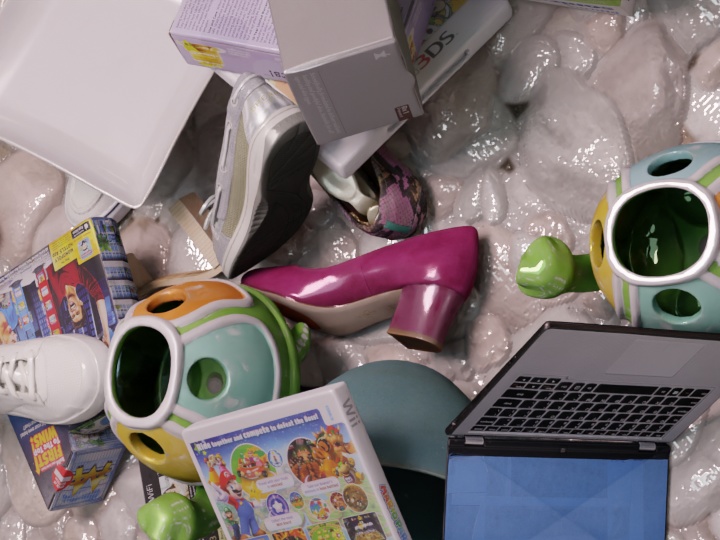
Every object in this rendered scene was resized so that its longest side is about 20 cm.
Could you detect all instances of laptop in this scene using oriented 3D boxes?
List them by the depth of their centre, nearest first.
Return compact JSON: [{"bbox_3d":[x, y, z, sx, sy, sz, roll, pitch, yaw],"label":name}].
[{"bbox_3d":[0.159,0.139,1.161,0.200,0.186,0.117,-52,44,43],"label":"laptop"}]

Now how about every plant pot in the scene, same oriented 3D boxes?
[{"bbox_3d":[0.022,0.144,1.281,0.199,0.200,0.135,-21,40,28],"label":"plant pot"}]

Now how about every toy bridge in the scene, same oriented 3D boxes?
[{"bbox_3d":[-0.126,-0.030,1.456,0.200,0.027,0.067,-41,85,31],"label":"toy bridge"}]

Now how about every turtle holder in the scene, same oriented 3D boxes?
[{"bbox_3d":[0.206,-0.024,1.196,0.185,0.131,0.142,22,97,31],"label":"turtle holder"},{"bbox_3d":[-0.129,0.097,1.325,0.141,0.131,0.186,33,100,31],"label":"turtle holder"}]

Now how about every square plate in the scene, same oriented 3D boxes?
[{"bbox_3d":[-0.205,-0.171,1.443,0.197,0.028,0.201,26,81,17],"label":"square plate"}]

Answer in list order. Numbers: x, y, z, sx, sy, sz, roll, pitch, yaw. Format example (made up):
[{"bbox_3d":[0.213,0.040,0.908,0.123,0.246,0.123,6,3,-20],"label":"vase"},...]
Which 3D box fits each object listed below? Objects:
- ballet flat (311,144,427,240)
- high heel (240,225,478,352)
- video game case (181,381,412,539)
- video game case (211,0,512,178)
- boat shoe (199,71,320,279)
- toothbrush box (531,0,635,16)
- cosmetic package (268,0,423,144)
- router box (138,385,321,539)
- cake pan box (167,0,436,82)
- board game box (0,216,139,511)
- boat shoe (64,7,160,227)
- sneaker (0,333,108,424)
[{"bbox_3d":[-0.027,-0.099,1.386,0.200,0.071,0.069,49,113,26],"label":"ballet flat"},{"bbox_3d":[0.000,0.000,1.377,0.199,0.067,0.097,13,73,32],"label":"high heel"},{"bbox_3d":[-0.026,0.180,1.172,0.143,0.018,0.201,-18,98,40],"label":"video game case"},{"bbox_3d":[-0.016,-0.189,1.372,0.182,0.023,0.200,-45,61,-9],"label":"video game case"},{"bbox_3d":[-0.079,-0.066,1.348,0.065,0.074,0.202,49,153,19],"label":"boat shoe"},{"bbox_3d":[0.103,-0.240,1.230,0.145,0.200,0.087,12,91,22],"label":"toothbrush box"},{"bbox_3d":[-0.022,-0.202,1.252,0.089,0.107,0.201,-14,62,7],"label":"cosmetic package"},{"bbox_3d":[-0.086,0.206,1.402,0.156,0.052,0.202,-19,74,29],"label":"router box"},{"bbox_3d":[-0.027,-0.236,1.356,0.183,0.052,0.201,11,69,17],"label":"cake pan box"},{"bbox_3d":[-0.231,0.084,1.484,0.199,0.061,0.201,-27,75,42],"label":"board game box"},{"bbox_3d":[-0.207,-0.126,1.493,0.074,0.086,0.203,37,104,30],"label":"boat shoe"},{"bbox_3d":[-0.292,0.090,1.422,0.199,0.115,0.074,-7,86,43],"label":"sneaker"}]
